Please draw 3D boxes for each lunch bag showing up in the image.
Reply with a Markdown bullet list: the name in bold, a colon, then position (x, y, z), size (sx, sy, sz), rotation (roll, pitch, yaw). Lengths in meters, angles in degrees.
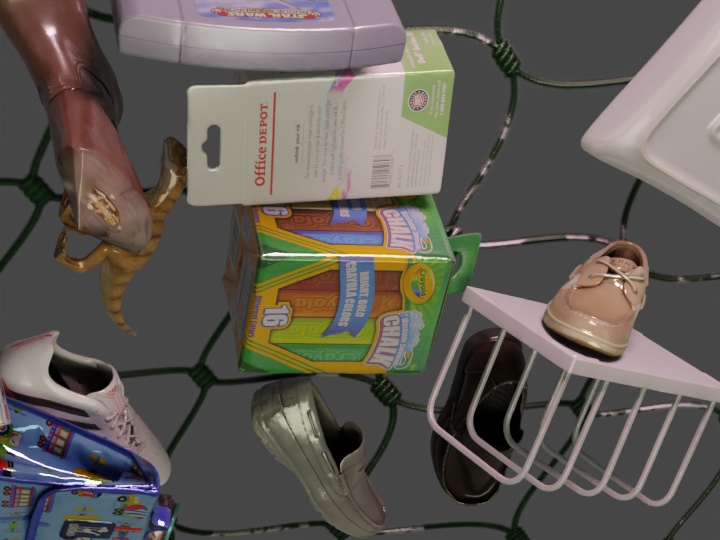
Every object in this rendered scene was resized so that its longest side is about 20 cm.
- **lunch bag**: position (-0.256, 0.184, 1.428), size (0.200, 0.094, 0.151), rotation (14, 143, -7)

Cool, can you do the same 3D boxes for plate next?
- **plate**: position (0.314, -0.127, 1.398), size (0.199, 0.032, 0.200), rotation (26, 118, -29)

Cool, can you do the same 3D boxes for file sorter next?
- **file sorter**: position (0.175, 0.110, 1.420), size (0.200, 0.139, 0.125), rotation (13, 104, -41)

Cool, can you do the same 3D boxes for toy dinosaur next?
- **toy dinosaur**: position (-0.191, -0.014, 1.354), size (0.106, 0.060, 0.200), rotation (13, 124, -24)

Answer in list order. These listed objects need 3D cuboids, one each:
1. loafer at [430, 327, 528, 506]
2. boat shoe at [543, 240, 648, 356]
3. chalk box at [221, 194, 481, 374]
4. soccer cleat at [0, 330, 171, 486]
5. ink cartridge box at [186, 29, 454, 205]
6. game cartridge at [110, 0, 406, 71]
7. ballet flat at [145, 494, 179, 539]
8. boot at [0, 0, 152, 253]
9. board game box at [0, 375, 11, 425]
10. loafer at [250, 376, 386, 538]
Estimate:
- **loafer**: position (0.109, 0.146, 1.544), size (0.073, 0.071, 0.200), rotation (-3, 128, -10)
- **boat shoe**: position (0.200, 0.018, 1.397), size (0.072, 0.200, 0.065), rotation (26, 107, 11)
- **chalk box**: position (0.000, 0.000, 1.367), size (0.200, 0.124, 0.125), rotation (1, 128, -13)
- **soccer cleat**: position (-0.222, 0.120, 1.448), size (0.085, 0.069, 0.200), rotation (-28, 125, 29)
- **ink cartridge box**: position (-0.037, -0.116, 1.302), size (0.200, 0.067, 0.117), rotation (-4, 129, -11)
- **game cartridge**: position (-0.073, -0.184, 1.197), size (0.200, 0.133, 0.042), rotation (0, 120, -14)
- **ballet flat**: position (-0.214, 0.284, 1.592), size (0.071, 0.069, 0.200), rotation (12, 122, 1)
- **boot**: position (-0.205, -0.123, 1.171), size (0.064, 0.200, 0.186), rotation (-27, 129, 9)
- **board game box**: position (-0.384, 0.080, 1.329), size (0.200, 0.035, 0.126), rotation (-12, 88, -4)
- **loafer**: position (-0.024, 0.169, 1.534), size (0.070, 0.070, 0.200), rotation (-24, 129, 17)
